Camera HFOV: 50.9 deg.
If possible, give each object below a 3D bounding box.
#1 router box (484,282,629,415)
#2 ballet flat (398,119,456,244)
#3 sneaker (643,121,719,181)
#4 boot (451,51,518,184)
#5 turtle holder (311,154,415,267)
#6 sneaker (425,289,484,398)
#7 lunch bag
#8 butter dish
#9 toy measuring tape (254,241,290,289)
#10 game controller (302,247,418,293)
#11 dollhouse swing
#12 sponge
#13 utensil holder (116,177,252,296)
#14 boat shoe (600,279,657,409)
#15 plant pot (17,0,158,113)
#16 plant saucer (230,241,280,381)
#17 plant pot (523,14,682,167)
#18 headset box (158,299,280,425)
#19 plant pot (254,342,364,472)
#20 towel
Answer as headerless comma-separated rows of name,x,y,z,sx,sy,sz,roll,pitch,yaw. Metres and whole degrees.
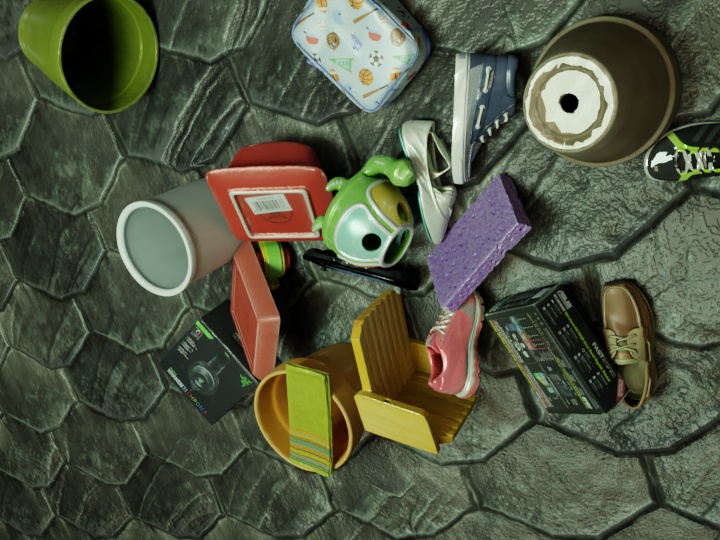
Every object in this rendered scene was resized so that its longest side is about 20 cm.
router box,0.297,0.125,1.163,0.201,0.062,0.150,57,158,-4
ballet flat,0.115,-0.140,1.186,0.069,0.069,0.202,-10,104,32
sneaker,0.461,-0.156,0.971,0.198,0.083,0.072,-12,106,33
boot,0.181,-0.218,1.111,0.089,0.073,0.202,3,126,7
turtle holder,0.026,-0.090,1.205,0.132,0.141,0.186,40,94,28
sneaker,0.146,0.102,1.216,0.074,0.086,0.203,156,118,-62
lunch bag,-0.004,-0.350,1.149,0.200,0.076,0.160,45,128,3
butter dish,-0.134,-0.151,1.274,0.198,0.149,0.200,0,148,10
toy measuring tape,-0.164,-0.054,1.371,0.073,0.074,0.202,11,117,24
game controller,0.000,0.000,1.290,0.198,0.104,0.043,14,96,23
dollhouse swing,0.094,0.151,1.244,0.180,0.200,0.178,13,117,23
sponge,0.178,-0.041,1.172,0.030,0.112,0.200,15,131,-28
utensil holder,-0.304,-0.071,1.360,0.168,0.200,0.172,13,118,26
boat shoe,0.404,0.115,1.132,0.075,0.074,0.202,-10,107,31
plant pot,-0.498,-0.404,1.342,0.192,0.200,0.202,25,123,31
plant saucer,-0.198,0.079,1.379,0.201,0.036,0.201,103,150,-46
plant pot,0.290,-0.222,0.968,0.198,0.173,0.202,12,112,31
headset box,-0.283,0.184,1.535,0.174,0.093,0.200,49,125,0
plant pot,-0.061,0.228,1.375,0.198,0.183,0.202,12,118,24
towel,-0.087,0.254,1.278,0.085,0.018,0.202,11,116,24
